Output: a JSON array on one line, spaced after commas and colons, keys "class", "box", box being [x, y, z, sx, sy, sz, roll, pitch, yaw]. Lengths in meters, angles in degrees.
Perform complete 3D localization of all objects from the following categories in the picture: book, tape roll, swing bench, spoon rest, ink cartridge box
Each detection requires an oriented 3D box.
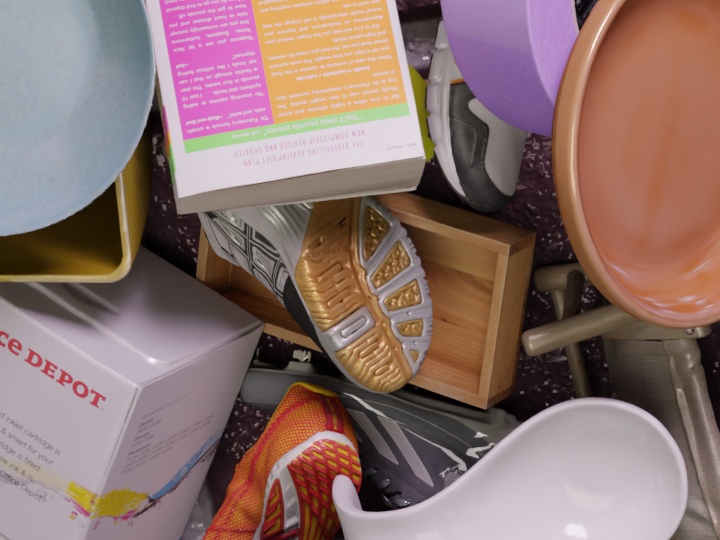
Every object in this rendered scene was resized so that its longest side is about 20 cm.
[{"class": "book", "box": [-0.049, -0.135, 1.520, 0.133, 0.048, 0.200, -7, 71, -7]}, {"class": "tape roll", "box": [0.133, -0.164, 1.484, 0.066, 0.200, 0.200, 19, 117, 43]}, {"class": "swing bench", "box": [0.212, 0.086, 1.597, 0.200, 0.130, 0.199, -12, 105, 10]}, {"class": "spoon rest", "box": [0.078, 0.124, 1.531, 0.200, 0.061, 0.099, -12, 107, 18]}, {"class": "ink cartridge box", "box": [-0.177, 0.094, 1.648, 0.147, 0.146, 0.200, 32, 116, 19]}]

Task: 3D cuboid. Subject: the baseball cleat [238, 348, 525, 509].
[{"class": "baseball cleat", "box": [0.017, 0.113, 1.665, 0.200, 0.070, 0.107, 12, 86, 8]}]

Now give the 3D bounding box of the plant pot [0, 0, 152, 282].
[{"class": "plant pot", "box": [-0.208, -0.115, 1.586, 0.200, 0.176, 0.200, 0, 108, 12]}]

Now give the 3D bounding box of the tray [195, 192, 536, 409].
[{"class": "tray", "box": [0.000, 0.000, 1.625, 0.200, 0.037, 0.099, 19, 114, 28]}]

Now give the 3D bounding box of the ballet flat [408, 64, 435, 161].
[{"class": "ballet flat", "box": [-0.035, -0.131, 1.579, 0.200, 0.067, 0.067, 42, 82, 9]}]

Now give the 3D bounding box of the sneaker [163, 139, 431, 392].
[{"class": "sneaker", "box": [-0.036, -0.018, 1.580, 0.200, 0.076, 0.088, 58, 148, 1]}]

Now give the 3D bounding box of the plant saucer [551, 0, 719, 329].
[{"class": "plant saucer", "box": [0.165, -0.071, 1.462, 0.037, 0.200, 0.200, 12, 116, 46]}]

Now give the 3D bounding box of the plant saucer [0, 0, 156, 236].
[{"class": "plant saucer", "box": [-0.198, -0.117, 1.467, 0.201, 0.039, 0.201, 4, 109, 11]}]

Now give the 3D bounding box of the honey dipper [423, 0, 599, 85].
[{"class": "honey dipper", "box": [0.059, -0.108, 1.609, 0.200, 0.038, 0.038, -22, 103, 21]}]

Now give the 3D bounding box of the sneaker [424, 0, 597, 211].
[{"class": "sneaker", "box": [0.086, -0.131, 1.538, 0.080, 0.074, 0.200, 5, 88, 24]}]

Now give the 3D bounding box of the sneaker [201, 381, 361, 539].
[{"class": "sneaker", "box": [-0.054, 0.151, 1.650, 0.073, 0.077, 0.200, 22, 121, -22]}]
